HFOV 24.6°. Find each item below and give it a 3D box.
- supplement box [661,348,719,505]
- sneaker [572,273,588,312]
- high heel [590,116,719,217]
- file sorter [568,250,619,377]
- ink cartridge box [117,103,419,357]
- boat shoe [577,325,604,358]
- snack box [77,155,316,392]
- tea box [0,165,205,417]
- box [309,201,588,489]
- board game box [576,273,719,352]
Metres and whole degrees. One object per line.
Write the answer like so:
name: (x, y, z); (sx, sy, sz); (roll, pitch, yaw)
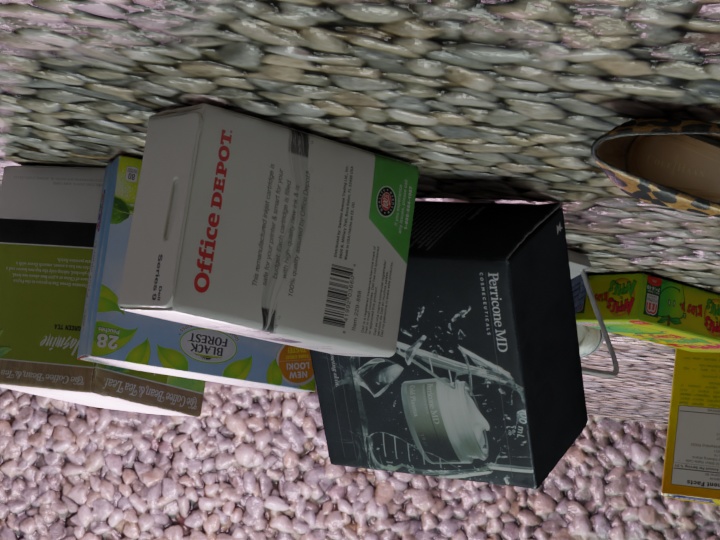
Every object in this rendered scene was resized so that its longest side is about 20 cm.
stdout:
supplement box: (0.418, 0.166, 1.882); (0.108, 0.203, 0.109); (4, 171, 28)
sneaker: (0.161, 0.036, 1.652); (0.073, 0.083, 0.200); (-21, 162, -28)
high heel: (0.233, -0.055, 0.955); (0.141, 0.072, 0.199); (5, -177, -30)
file sorter: (0.117, 0.075, 1.507); (0.199, 0.126, 0.138); (-29, 160, 26)
ink cartridge box: (-0.064, -0.025, 1.200); (0.198, 0.148, 0.084); (14, 171, -36)
boat shoe: (0.166, 0.060, 1.821); (0.200, 0.076, 0.086); (12, -169, 18)
snack box: (-0.127, 0.007, 1.396); (0.198, 0.171, 0.068); (11, 172, -19)
tea box: (-0.233, 0.023, 1.511); (0.132, 0.199, 0.200); (4, 172, 24)
box: (0.068, 0.055, 1.351); (0.194, 0.202, 0.124); (2, -156, 29)
board game box: (0.315, 0.045, 1.685); (0.198, 0.048, 0.101); (14, 169, -38)
